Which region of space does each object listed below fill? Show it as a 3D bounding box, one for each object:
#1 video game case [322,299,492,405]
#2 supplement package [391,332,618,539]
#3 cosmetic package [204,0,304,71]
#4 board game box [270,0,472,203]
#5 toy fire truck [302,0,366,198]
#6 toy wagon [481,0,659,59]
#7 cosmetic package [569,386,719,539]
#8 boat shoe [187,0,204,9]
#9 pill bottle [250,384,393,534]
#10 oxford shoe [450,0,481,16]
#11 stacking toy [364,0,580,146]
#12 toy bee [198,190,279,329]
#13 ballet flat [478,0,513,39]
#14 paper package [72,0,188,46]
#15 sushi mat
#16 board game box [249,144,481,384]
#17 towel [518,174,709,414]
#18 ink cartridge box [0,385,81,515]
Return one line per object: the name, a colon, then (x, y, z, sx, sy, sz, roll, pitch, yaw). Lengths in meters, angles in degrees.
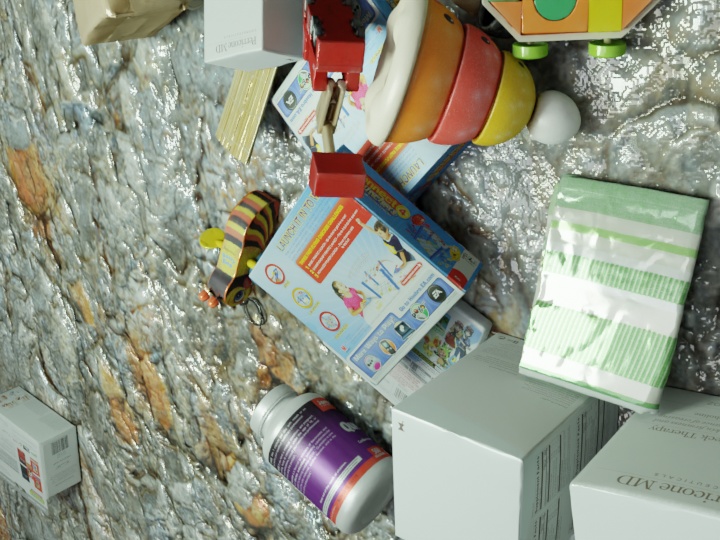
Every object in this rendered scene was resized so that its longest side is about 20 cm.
video game case: (0.049, 0.076, 1.117, 0.199, 0.022, 0.184, 38, 130, 25)
supplement package: (0.149, 0.185, 0.947, 0.150, 0.199, 0.153, 16, 119, 37)
cosmetic package: (-0.114, -0.328, 1.012, 0.100, 0.071, 0.204, 0, 91, 42)
board game box: (0.017, -0.176, 1.009, 0.197, 0.056, 0.200, 55, 135, 9)
toy fire truck: (-0.028, -0.174, 0.904, 0.201, 0.048, 0.143, -105, 18, -56)
toy wagon: (0.158, -0.261, 0.798, 0.196, 0.040, 0.158, 1, 113, 10)
cosmetic package: (0.308, 0.228, 0.821, 0.166, 0.199, 0.169, 5, 112, 40)
boat shoe: (-0.208, -0.411, 1.103, 0.057, 0.067, 0.202, 32, 131, 22)
pill bottle: (-0.050, 0.239, 1.216, 0.199, 0.112, 0.114, 37, 130, 24)
oxford shoe: (0.056, -0.323, 0.892, 0.201, 0.074, 0.071, 52, 132, 7)
stacking toy: (0.111, -0.164, 0.864, 0.197, 0.147, 0.147, 15, 128, -9)
toy bee: (-0.156, 0.003, 1.213, 0.129, 0.108, 0.203, 8, 114, 38)
ballet flat: (0.158, -0.300, 0.821, 0.066, 0.057, 0.202, 32, 123, 26)
paper package: (-0.291, -0.387, 1.110, 0.190, 0.102, 0.204, 3, 105, 64)
sushi mat: (-0.124, -0.231, 1.094, 0.096, 0.012, 0.202, 44, 121, 45)
board game box: (0.000, 0.000, 1.024, 0.195, 0.056, 0.200, 41, 134, 0)
towel: (0.234, 0.020, 0.882, 0.151, 0.023, 0.204, 16, 99, 36)
ink cartridge box: (-0.643, 0.353, 1.831, 0.198, 0.083, 0.178, 24, 123, 34)
